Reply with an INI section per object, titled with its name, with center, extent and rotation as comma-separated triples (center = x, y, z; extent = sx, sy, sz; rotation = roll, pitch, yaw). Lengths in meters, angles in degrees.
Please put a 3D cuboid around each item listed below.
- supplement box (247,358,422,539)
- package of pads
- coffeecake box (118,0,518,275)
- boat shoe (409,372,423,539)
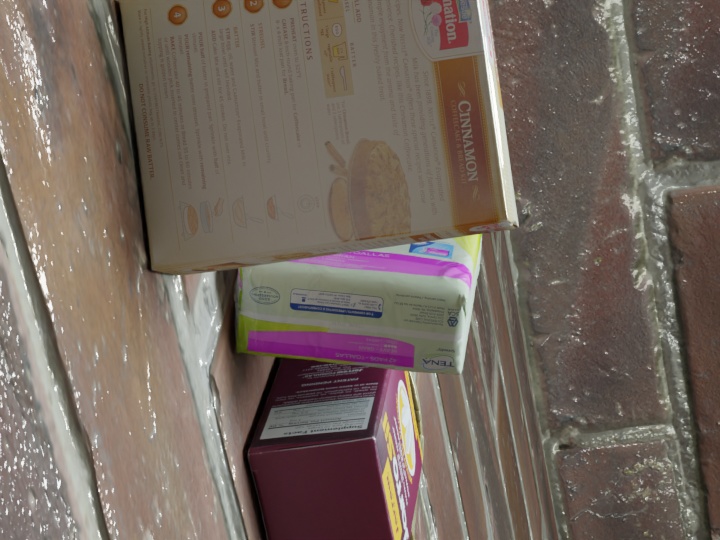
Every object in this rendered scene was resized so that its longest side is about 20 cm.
[supplement box]
center = -0.013, 0.126, 1.455
extent = 0.200, 0.085, 0.111
rotation = -74, 155, -69
[package of pads]
center = 0.000, 0.000, 1.431
extent = 0.200, 0.154, 0.068
rotation = -71, 166, -68
[coffeecake box]
center = -0.022, -0.087, 1.198
extent = 0.073, 0.199, 0.154
rotation = 14, 69, -81
[boat shoe]
center = 0.015, 0.157, 1.683
extent = 0.063, 0.073, 0.202
rotation = -85, 169, -84
